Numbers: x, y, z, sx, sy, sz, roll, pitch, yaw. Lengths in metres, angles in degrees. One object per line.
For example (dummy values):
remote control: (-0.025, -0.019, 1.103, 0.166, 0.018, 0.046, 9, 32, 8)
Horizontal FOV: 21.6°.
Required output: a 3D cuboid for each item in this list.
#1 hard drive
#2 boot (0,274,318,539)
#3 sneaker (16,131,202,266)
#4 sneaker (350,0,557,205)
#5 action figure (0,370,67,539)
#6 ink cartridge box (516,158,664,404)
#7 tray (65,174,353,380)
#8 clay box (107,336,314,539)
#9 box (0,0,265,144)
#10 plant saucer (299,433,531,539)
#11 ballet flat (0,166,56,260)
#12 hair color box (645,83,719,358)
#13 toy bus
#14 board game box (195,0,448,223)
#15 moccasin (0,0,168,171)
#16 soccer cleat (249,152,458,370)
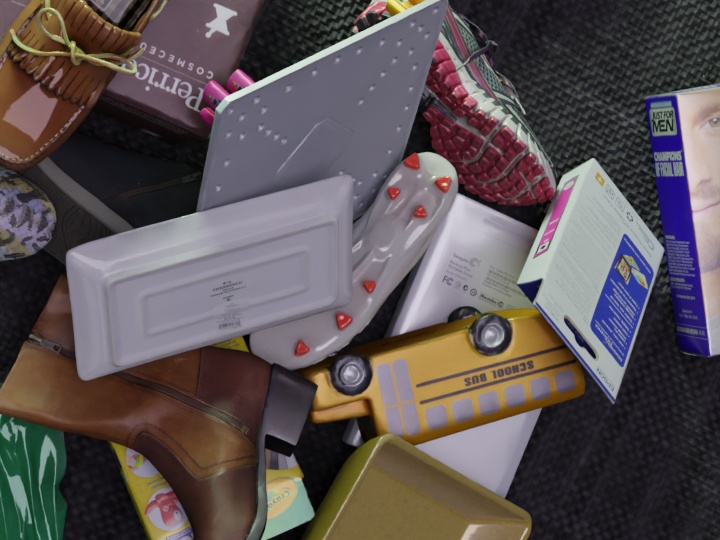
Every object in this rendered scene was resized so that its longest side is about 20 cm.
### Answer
hard drive: (0.084, 0.059, 1.403, 0.131, 0.027, 0.201, 24, 86, -14)
boot: (-0.149, 0.117, 1.242, 0.199, 0.069, 0.189, 21, 73, -1)
sneaker: (-0.197, -0.069, 1.309, 0.200, 0.075, 0.106, 43, 39, 8)
sneaker: (0.082, -0.130, 1.370, 0.200, 0.080, 0.075, 51, 50, -19)
action figure: (-0.246, 0.174, 1.308, 0.117, 0.055, 0.202, -14, 103, -15)
ink cartridge box: (0.164, 0.008, 1.349, 0.037, 0.200, 0.095, -30, 108, 32)
tray: (-0.091, 0.009, 1.225, 0.199, 0.022, 0.108, -16, 130, -21)
clay box: (-0.120, 0.104, 1.310, 0.114, 0.048, 0.201, -21, 79, -13)
box: (-0.149, -0.208, 1.257, 0.165, 0.164, 0.201, 22, 87, -15)
plant saucer: (0.011, 0.225, 1.346, 0.200, 0.048, 0.201, 34, 85, -46)
ballet flat: (-0.300, -0.056, 1.239, 0.199, 0.072, 0.073, 19, 88, 8)
hair color box: (0.289, -0.043, 1.434, 0.108, 0.065, 0.202, -10, 94, -14)
toy bus: (0.054, 0.076, 1.350, 0.199, 0.065, 0.079, -15, 98, -14)
board game box: (-0.039, -0.083, 1.264, 0.199, 0.201, 0.026, -30, 63, -34)
moccasin: (-0.160, -0.148, 1.131, 0.074, 0.078, 0.202, 42, 83, -12)
soccer cleat: (0.000, 0.000, 1.344, 0.069, 0.078, 0.200, 40, 78, 13)
